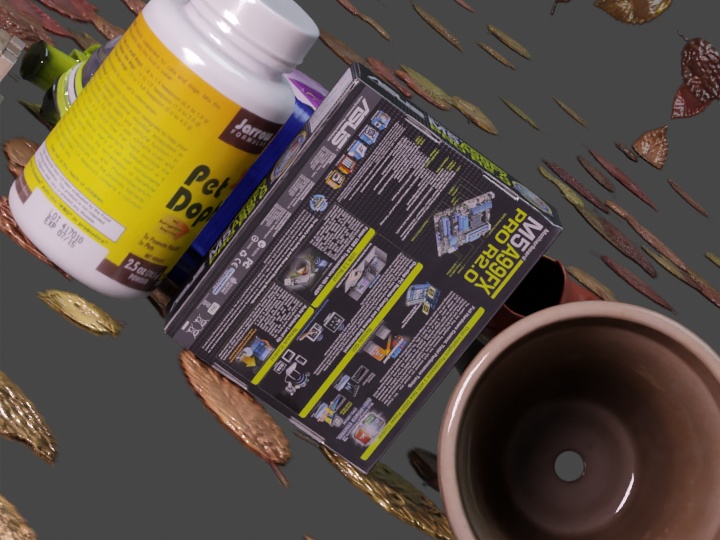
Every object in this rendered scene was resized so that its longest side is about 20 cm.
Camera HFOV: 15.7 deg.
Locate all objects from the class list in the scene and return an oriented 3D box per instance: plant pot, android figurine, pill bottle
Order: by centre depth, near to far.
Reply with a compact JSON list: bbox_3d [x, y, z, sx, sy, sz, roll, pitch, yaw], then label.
[{"bbox_3d":[-0.114,-0.087,1.564,0.109,0.200,0.109,36,13,-10],"label":"pill bottle"},{"bbox_3d":[0.144,0.125,1.654,0.200,0.200,0.175,40,-5,3],"label":"plant pot"},{"bbox_3d":[-0.148,-0.094,1.857,0.199,0.041,0.182,29,16,-33],"label":"android figurine"}]

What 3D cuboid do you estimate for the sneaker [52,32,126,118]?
[{"bbox_3d":[-0.115,-0.073,1.719,0.200,0.081,0.074,45,42,-1],"label":"sneaker"}]

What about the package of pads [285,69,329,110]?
[{"bbox_3d":[-0.016,-0.076,2.074,0.200,0.076,0.120,47,11,28],"label":"package of pads"}]

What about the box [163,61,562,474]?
[{"bbox_3d":[0.000,0.000,1.587,0.160,0.200,0.044,35,13,-14],"label":"box"}]

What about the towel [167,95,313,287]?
[{"bbox_3d":[-0.068,-0.042,1.657,0.200,0.148,0.050,40,-2,1],"label":"towel"}]

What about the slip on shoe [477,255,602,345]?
[{"bbox_3d":[0.114,0.021,1.699,0.200,0.061,0.075,27,59,-50],"label":"slip on shoe"}]

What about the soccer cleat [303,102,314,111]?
[{"bbox_3d":[0.018,-0.073,1.952,0.199,0.084,0.065,20,-3,29],"label":"soccer cleat"}]

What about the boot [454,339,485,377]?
[{"bbox_3d":[0.087,0.003,1.836,0.182,0.072,0.200,35,21,-51],"label":"boot"}]

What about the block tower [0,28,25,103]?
[{"bbox_3d":[-0.303,-0.172,1.653,0.200,0.058,0.054,38,14,-10],"label":"block tower"}]
